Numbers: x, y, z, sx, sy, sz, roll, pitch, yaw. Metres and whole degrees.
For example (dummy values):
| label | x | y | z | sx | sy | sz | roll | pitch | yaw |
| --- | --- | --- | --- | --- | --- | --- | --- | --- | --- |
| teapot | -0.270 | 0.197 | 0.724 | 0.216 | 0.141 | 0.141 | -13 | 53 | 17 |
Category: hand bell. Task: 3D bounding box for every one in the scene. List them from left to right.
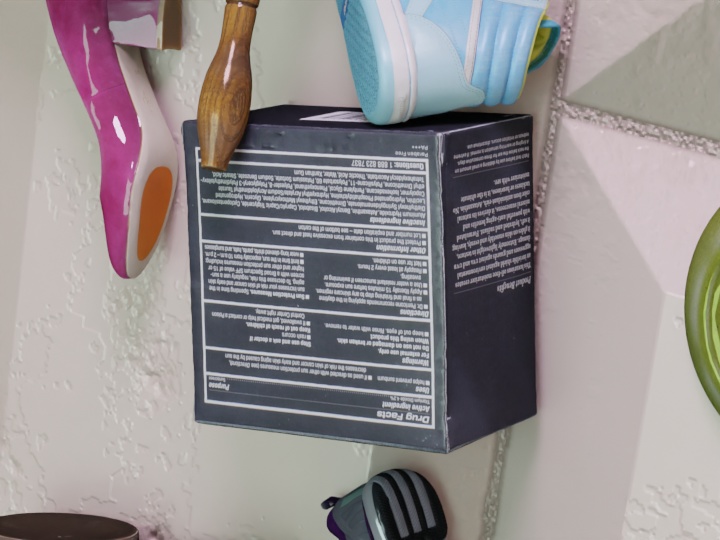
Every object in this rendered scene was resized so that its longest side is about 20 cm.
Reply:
| label | x | y | z | sx | sy | sz | roll | pitch | yaw |
| --- | --- | --- | --- | --- | --- | --- | --- | --- | --- |
| hand bell | -0.074 | -0.161 | 1.702 | 0.104 | 0.104 | 0.201 | 4 | 82 | 31 |

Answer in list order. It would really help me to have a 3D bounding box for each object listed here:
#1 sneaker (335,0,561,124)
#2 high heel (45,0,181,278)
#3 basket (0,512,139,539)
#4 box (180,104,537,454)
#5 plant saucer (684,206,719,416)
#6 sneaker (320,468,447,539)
| label | x | y | z | sx | sy | sz | roll | pitch | yaw |
| --- | --- | --- | --- | --- | --- | --- | --- | --- | --- |
| sneaker | 0.054 | -0.175 | 1.715 | 0.080 | 0.130 | 0.201 | 105 | 160 | -55 |
| high heel | -0.178 | -0.097 | 1.868 | 0.095 | 0.067 | 0.201 | 6 | 97 | 21 |
| basket | -0.215 | 0.279 | 1.929 | 0.180 | 0.135 | 0.201 | -161 | 73 | -69 |
| box | 0.000 | 0.000 | 1.746 | 0.199 | 0.123 | 0.199 | 5 | 101 | 33 |
| plant saucer | 0.277 | 0.033 | 1.633 | 0.199 | 0.031 | 0.201 | 7 | 104 | 31 |
| sneaker | 0.033 | 0.234 | 1.815 | 0.087 | 0.074 | 0.201 | -24 | 78 | 50 |
